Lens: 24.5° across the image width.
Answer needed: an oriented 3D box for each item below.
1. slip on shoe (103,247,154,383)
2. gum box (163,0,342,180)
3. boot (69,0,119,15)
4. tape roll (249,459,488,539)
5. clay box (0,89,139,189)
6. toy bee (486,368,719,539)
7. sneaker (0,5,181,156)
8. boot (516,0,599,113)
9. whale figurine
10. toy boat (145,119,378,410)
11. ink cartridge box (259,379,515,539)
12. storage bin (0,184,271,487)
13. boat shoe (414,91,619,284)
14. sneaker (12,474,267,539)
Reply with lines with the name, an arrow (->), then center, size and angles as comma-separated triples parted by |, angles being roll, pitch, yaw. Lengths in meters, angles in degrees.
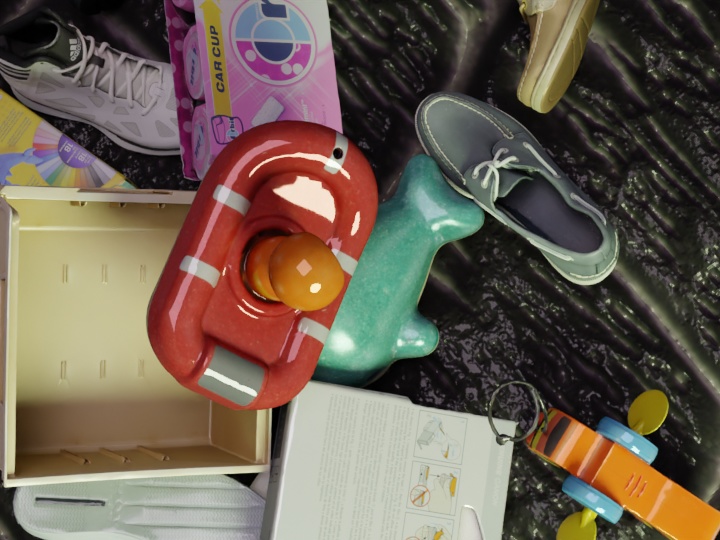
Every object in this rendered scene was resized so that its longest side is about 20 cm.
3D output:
slip on shoe -> -0.190, 0.073, 1.270 | 0.073, 0.061, 0.203 | 6, 94, -16
gum box -> -0.084, -0.164, 1.288 | 0.112, 0.066, 0.203 | -2, 77, -27
boot -> -0.216, -0.328, 1.355 | 0.168, 0.076, 0.201 | 38, 80, 9
tape roll -> -0.001, 0.216, 1.247 | 0.200, 0.037, 0.206 | -1, 80, 7
clay box -> -0.269, -0.062, 1.330 | 0.199, 0.048, 0.115 | 35, 88, 10
toy bee -> 0.172, 0.131, 1.216 | 0.130, 0.109, 0.201 | -37, 102, -8
sneaker -> -0.201, -0.147, 1.301 | 0.198, 0.115, 0.077 | 14, 82, 10
boot -> 0.111, -0.232, 1.293 | 0.154, 0.073, 0.202 | 16, 81, 10
whale figurine -> 0.000, 0.000, 1.250 | 0.200, 0.104, 0.159 | -43, 77, 2
toy boat -> -0.052, -0.003, 1.124 | 0.130, 0.130, 0.202 | 27, 80, -27
ink cartridge box -> 0.015, 0.192, 1.210 | 0.171, 0.044, 0.203 | 11, 80, -15
storage bin -> -0.169, 0.042, 1.188 | 0.198, 0.093, 0.201 | 0, 93, -29
boat shoe -> 0.119, -0.072, 1.268 | 0.073, 0.062, 0.200 | -45, 77, -2
sneaker -> -0.157, 0.181, 1.243 | 0.197, 0.071, 0.074 | 9, 75, 4
